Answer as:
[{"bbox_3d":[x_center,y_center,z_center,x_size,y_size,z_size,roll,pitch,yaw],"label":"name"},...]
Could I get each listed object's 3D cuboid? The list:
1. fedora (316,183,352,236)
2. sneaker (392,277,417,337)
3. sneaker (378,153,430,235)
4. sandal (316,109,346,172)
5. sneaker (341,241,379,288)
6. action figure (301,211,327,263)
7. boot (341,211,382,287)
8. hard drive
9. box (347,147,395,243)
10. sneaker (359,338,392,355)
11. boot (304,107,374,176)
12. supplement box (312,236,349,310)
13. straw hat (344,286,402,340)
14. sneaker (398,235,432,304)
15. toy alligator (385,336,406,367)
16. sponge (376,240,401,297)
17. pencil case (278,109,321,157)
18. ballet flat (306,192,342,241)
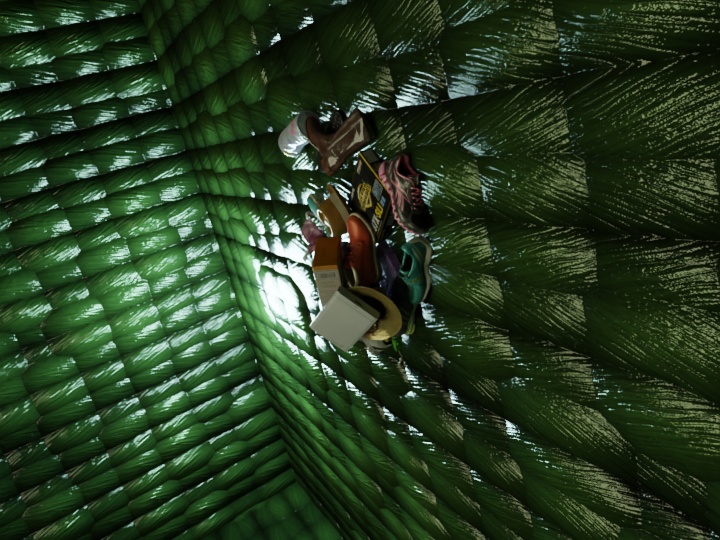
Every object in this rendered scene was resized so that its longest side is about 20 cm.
[{"bbox_3d":[-0.072,-0.156,1.576,0.202,0.081,0.201,58,175,9],"label":"fedora"},{"bbox_3d":[0.108,0.110,1.499,0.074,0.080,0.203,38,142,45],"label":"sneaker"},{"bbox_3d":[0.115,-0.182,1.268,0.095,0.078,0.202,-32,82,53],"label":"sneaker"},{"bbox_3d":[-0.072,-0.358,1.527,0.076,0.048,0.201,53,139,23],"label":"sandal"},{"bbox_3d":[0.000,0.000,1.571,0.202,0.073,0.082,59,159,2],"label":"sneaker"},{"bbox_3d":[-0.115,-0.089,1.771,0.200,0.132,0.151,42,119,58],"label":"action figure"},{"bbox_3d":[-0.011,-0.052,1.454,0.074,0.106,0.203,-6,102,51],"label":"boot"},{"bbox_3d":[-0.046,0.136,1.469,0.131,0.027,0.200,34,137,-4],"label":"hard drive"},{"bbox_3d":[0.036,-0.194,1.434,0.161,0.049,0.201,54,152,23],"label":"box"},{"bbox_3d":[0.023,0.181,1.628,0.200,0.079,0.075,41,-147,-39],"label":"sneaker"},{"bbox_3d":[-0.055,-0.374,1.416,0.200,0.064,0.188,-37,76,48],"label":"boot"},{"bbox_3d":[-0.077,0.024,1.504,0.127,0.072,0.202,-88,-9,-48],"label":"supplement box"},{"bbox_3d":[0.035,0.091,1.465,0.198,0.085,0.203,16,135,16],"label":"straw hat"},{"bbox_3d":[0.129,0.003,1.371,0.077,0.079,0.202,40,144,44],"label":"sneaker"},{"bbox_3d":[0.104,0.194,1.598,0.203,0.059,0.054,69,160,-4],"label":"toy alligator"},{"bbox_3d":[0.064,0.011,1.564,0.112,0.029,0.201,60,155,20],"label":"sponge"},{"bbox_3d":[-0.187,-0.415,1.655,0.199,0.082,0.092,-17,89,64],"label":"pencil case"},{"bbox_3d":[-0.098,-0.169,1.704,0.202,0.063,0.076,58,155,14],"label":"ballet flat"}]
